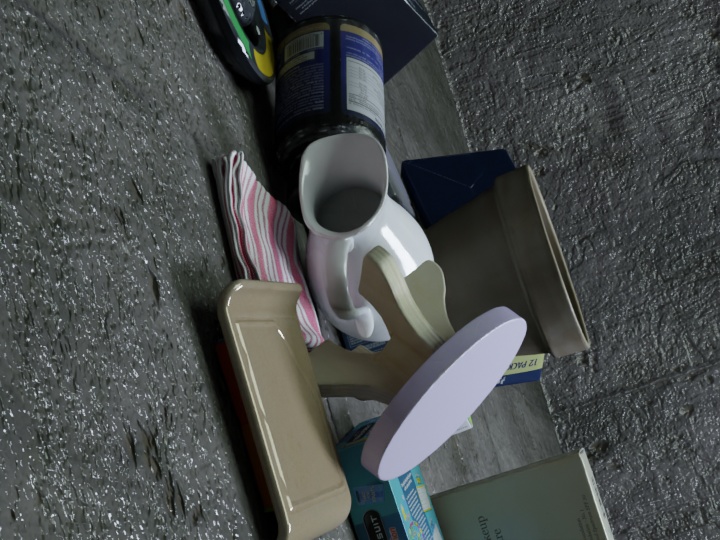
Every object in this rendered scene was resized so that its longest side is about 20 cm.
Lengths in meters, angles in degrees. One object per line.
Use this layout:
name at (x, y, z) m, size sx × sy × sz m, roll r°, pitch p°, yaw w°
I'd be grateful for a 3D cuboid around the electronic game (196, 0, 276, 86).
electronic game at (-0.125, -0.274, 1.577) m, size 0.200 × 0.041 × 0.201 m, roll -18°, pitch 90°, yaw -79°

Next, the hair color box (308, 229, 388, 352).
hair color box at (0.001, 0.008, 1.689) m, size 0.100 × 0.060 × 0.201 m, roll 16°, pitch 57°, yaw -78°

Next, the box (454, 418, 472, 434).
box at (0.092, 0.091, 2.095) m, size 0.145 × 0.036 × 0.201 m, roll 58°, pitch 18°, yaw -51°

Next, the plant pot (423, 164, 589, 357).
plant pot at (0.125, 0.011, 1.685) m, size 0.200 × 0.172 × 0.201 m, roll -18°, pitch 90°, yaw -80°

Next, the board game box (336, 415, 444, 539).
board game box at (0.037, 0.242, 1.504) m, size 0.151 × 0.047 × 0.201 m, roll -24°, pitch 95°, yaw -79°

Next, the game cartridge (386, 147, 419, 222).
game cartridge at (0.002, -0.149, 1.824) m, size 0.201 × 0.038 × 0.130 m, roll 67°, pitch 12°, yaw 17°

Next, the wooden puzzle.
wooden puzzle at (-0.062, 0.109, 1.255) m, size 0.185 × 0.037 × 0.201 m, roll 7°, pitch 71°, yaw -76°

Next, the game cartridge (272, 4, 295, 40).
game cartridge at (-0.047, -0.201, 1.881) m, size 0.133 × 0.041 × 0.201 m, roll 20°, pitch 52°, yaw -73°

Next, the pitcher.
pitcher at (0.000, 0.000, 1.499) m, size 0.200 × 0.120 × 0.172 m, roll 70°, pitch 22°, yaw -54°

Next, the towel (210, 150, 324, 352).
towel at (-0.073, -0.007, 1.419) m, size 0.200 × 0.030 × 0.147 m, roll 47°, pitch 27°, yaw -67°

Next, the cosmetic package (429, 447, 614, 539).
cosmetic package at (0.140, 0.254, 1.607) m, size 0.073 × 0.199 × 0.104 m, roll 10°, pitch 60°, yaw -79°

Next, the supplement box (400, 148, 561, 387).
supplement box at (0.129, 0.001, 1.909) m, size 0.201 × 0.133 × 0.201 m, roll -112°, pitch -161°, yaw -47°

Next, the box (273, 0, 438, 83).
box at (-0.028, -0.320, 1.774) m, size 0.182 × 0.104 × 0.200 m, roll 43°, pitch 15°, yaw -31°

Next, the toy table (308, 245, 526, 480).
toy table at (0.039, 0.075, 1.397) m, size 0.117 × 0.200 × 0.185 m, roll 37°, pitch -47°, yaw 23°

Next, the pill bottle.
pill bottle at (-0.030, -0.146, 1.616) m, size 0.112 × 0.111 × 0.201 m, roll 58°, pitch 26°, yaw -52°
